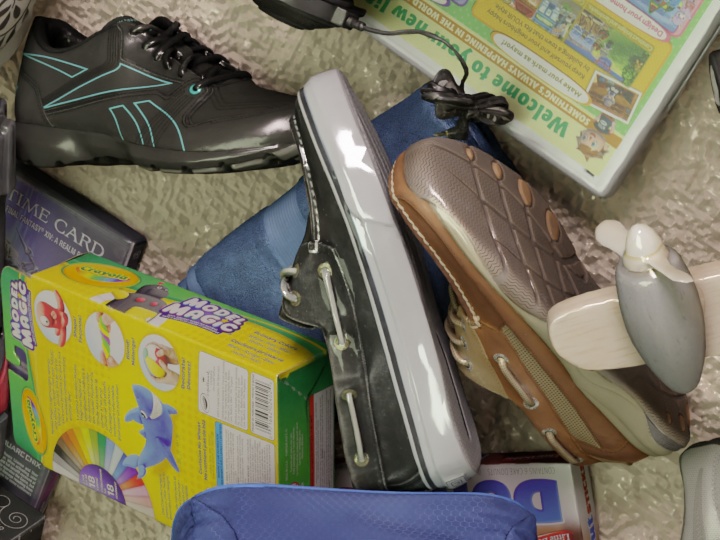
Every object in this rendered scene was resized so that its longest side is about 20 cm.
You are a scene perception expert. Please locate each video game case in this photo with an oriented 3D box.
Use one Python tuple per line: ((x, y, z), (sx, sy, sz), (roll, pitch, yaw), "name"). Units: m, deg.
((-0.211, 0.034, 1.146), (0.143, 0.019, 0.200), (31, 113, 19), "video game case")
((0.083, -0.163, 0.928), (0.200, 0.022, 0.182), (37, 107, 17), "video game case")

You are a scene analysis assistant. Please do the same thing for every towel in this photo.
((0.000, 0.000, 1.006), (0.200, 0.049, 0.112), (-37, 82, 30), "towel")

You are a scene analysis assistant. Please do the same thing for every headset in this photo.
((0.004, -0.152, 0.925), (0.123, 0.094, 0.200), (-38, 64, 26), "headset")

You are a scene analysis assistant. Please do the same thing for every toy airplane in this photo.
((0.204, -0.003, 0.837), (0.199, 0.141, 0.200), (32, 101, -2), "toy airplane")

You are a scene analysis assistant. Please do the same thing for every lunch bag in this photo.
((0.004, 0.190, 0.926), (0.199, 0.133, 0.136), (2, 140, -6), "lunch bag")

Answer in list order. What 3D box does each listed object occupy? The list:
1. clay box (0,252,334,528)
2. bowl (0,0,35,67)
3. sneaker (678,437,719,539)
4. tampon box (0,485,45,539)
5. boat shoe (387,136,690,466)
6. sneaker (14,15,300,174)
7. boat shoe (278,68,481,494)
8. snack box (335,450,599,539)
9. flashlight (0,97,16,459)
((-0.101, 0.066, 1.027), (0.200, 0.048, 0.115), (21, 121, 36), "clay box")
((-0.233, -0.151, 1.056), (0.200, 0.201, 0.094), (-2, 144, 29), "bowl")
((0.177, 0.172, 0.939), (0.079, 0.074, 0.201), (11, 101, 39), "sneaker")
((-0.306, 0.169, 1.141), (0.200, 0.150, 0.127), (29, 125, 21), "tampon box")
((0.071, 0.025, 0.914), (0.072, 0.076, 0.200), (-27, 118, 29), "boat shoe")
((-0.102, -0.089, 1.025), (0.199, 0.075, 0.080), (5, 98, 31), "sneaker")
((-0.005, 0.011, 0.921), (0.071, 0.072, 0.201), (-16, 93, 9), "boat shoe")
((0.026, 0.131, 1.032), (0.199, 0.024, 0.072), (-5, 100, 30), "snack box")
((-0.216, 0.011, 1.073), (0.068, 0.068, 0.200), (-126, 35, -50), "flashlight")
